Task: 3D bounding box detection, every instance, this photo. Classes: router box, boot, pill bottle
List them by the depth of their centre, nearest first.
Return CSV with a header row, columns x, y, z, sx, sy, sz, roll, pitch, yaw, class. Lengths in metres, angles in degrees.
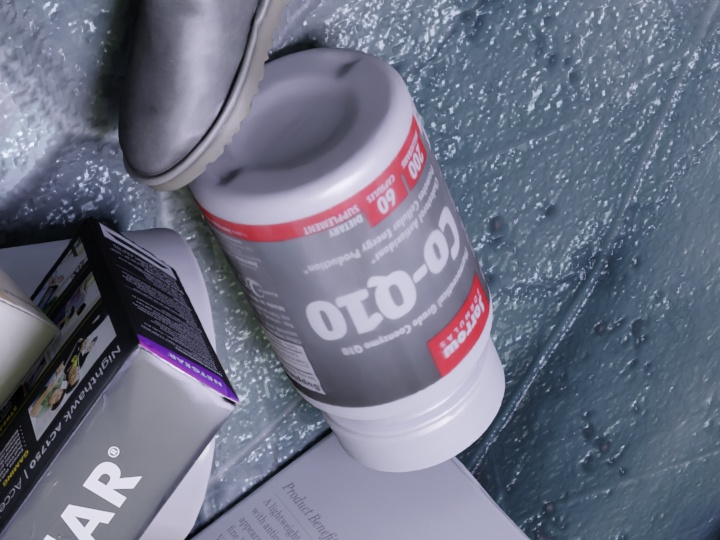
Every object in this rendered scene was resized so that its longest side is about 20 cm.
x,y,z,sx,sy,sz,roll,pitch,yaw,class
-0.136,0.092,0.855,0.051,0.149,0.201,33,99,-22,router box
-0.118,-0.146,0.932,0.199,0.072,0.183,22,90,-47,boot
0.000,0.000,1.070,0.114,0.114,0.201,-35,131,-11,pill bottle

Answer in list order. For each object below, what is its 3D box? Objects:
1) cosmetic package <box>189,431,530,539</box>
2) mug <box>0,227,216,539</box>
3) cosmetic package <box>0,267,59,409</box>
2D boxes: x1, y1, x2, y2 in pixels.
x,y,z,sx,sy,sz,roll,pitch,yaw,class
0.005,0.211,1.169,0.199,0.165,0.165,-35,131,-8,cosmetic package
-0.163,0.072,0.994,0.152,0.149,0.188,1,111,-25,mug
-0.218,-0.021,0.844,0.071,0.200,0.105,-50,150,5,cosmetic package
